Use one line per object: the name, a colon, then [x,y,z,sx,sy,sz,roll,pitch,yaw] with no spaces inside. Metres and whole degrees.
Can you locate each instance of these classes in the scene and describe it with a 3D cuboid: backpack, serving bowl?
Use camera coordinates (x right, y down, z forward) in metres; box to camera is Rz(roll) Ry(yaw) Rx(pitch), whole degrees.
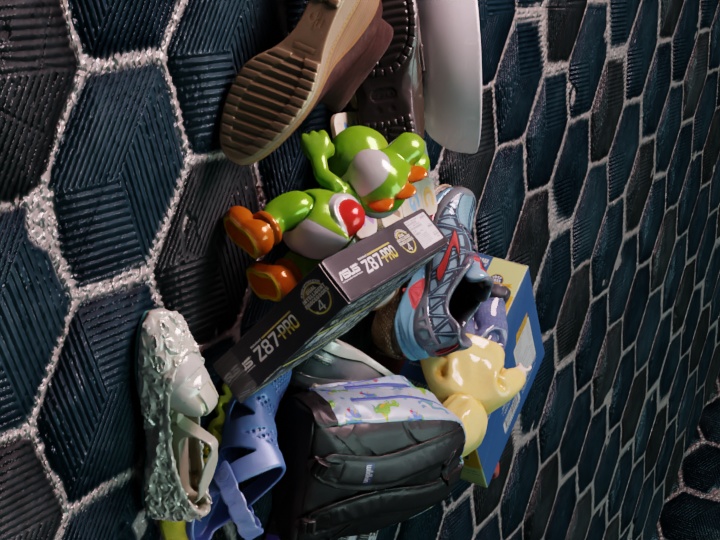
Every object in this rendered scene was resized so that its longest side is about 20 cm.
backpack: [0.011,0.180,1.404,0.197,0.154,0.166,-2,114,-21]
serving bowl: [0.081,-0.218,1.445,0.200,0.065,0.204,176,-90,-89]

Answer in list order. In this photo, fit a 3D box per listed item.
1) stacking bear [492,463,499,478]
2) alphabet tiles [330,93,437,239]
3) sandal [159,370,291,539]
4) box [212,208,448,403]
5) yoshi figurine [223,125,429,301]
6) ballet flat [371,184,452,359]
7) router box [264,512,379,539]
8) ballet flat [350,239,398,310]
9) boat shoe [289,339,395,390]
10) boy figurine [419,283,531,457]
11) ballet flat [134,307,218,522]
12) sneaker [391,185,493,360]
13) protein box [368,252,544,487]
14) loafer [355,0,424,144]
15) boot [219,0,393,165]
stacking bear: [0.148,0.155,1.832,0.122,0.112,0.203,69,35,-66]
alphabet tiles: [0.029,-0.104,1.423,0.195,0.014,0.203,-19,99,-62]
sandal: [-0.103,0.170,1.299,0.202,0.086,0.080,-67,154,-22]
box: [-0.023,0.029,1.284,0.161,0.049,0.199,-44,173,33]
yoshi figurine: [-0.031,-0.065,1.284,0.199,0.112,0.113,-35,169,-21]
ballet flat: [0.054,-0.002,1.576,0.070,0.065,0.203,29,74,-35]
router box: [-0.021,0.236,1.559,0.200,0.052,0.159,32,75,-65]
ballet flat: [0.000,0.000,1.445,0.068,0.064,0.201,-27,143,3]
boat shoe: [-0.021,0.108,1.476,0.062,0.072,0.200,-61,152,-2]
boy figurine: [0.121,0.109,1.525,0.065,0.122,0.203,106,-7,-62]
ballet flat: [-0.147,0.125,1.197,0.072,0.071,0.203,-39,137,-53]
sneaker: [0.105,0.004,1.504,0.079,0.094,0.203,39,58,-47]
protein box: [0.115,0.110,1.687,0.200,0.133,0.201,-62,154,-25]
loafer: [0.026,-0.188,1.371,0.071,0.072,0.203,-6,95,-78]
boot: [-0.038,-0.162,1.252,0.201,0.072,0.166,-58,163,-3]
